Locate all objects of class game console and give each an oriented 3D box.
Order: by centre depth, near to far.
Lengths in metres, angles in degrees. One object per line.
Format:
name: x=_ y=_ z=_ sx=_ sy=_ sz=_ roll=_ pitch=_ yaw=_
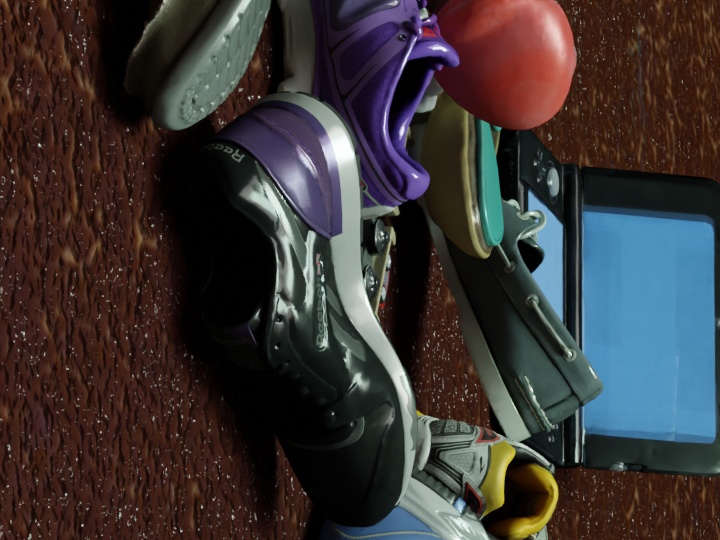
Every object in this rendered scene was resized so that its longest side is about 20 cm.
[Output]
game console: x=0.161 y=0.019 z=1.615 sx=0.176 sy=0.116 sz=0.201 roll=38 pitch=50 yaw=-66

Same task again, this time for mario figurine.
mario figurine: x=0.061 y=-0.155 z=1.304 sx=0.124 sy=0.106 sz=0.201 roll=115 pitch=-38 yaw=-54

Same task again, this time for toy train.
toy train: x=0.000 y=0.000 z=1.264 sx=0.046 sy=0.034 sz=0.201 roll=66 pitch=27 yaw=-50

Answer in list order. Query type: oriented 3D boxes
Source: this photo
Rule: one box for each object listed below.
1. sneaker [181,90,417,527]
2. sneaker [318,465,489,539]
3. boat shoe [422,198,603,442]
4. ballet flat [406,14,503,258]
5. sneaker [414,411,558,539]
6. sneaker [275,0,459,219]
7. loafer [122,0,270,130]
sneaker: x=-0.037 y=0.030 z=1.121 sx=0.088 sy=0.076 sz=0.201 roll=-37 pitch=118 yaw=-51
sneaker: x=0.059 y=0.177 z=1.239 sx=0.076 sy=0.200 sz=0.077 roll=-53 pitch=-175 yaw=49
boat shoe: x=0.077 y=-0.003 z=1.382 sx=0.073 sy=0.062 sz=0.200 roll=55 pitch=16 yaw=-57
ballet flat: x=0.047 y=-0.072 z=1.362 sx=0.200 sy=0.063 sz=0.069 roll=-80 pitch=159 yaw=-51
sneaker: x=0.067 y=0.131 z=1.350 sx=0.200 sy=0.082 sz=0.078 roll=44 pitch=58 yaw=-64
sneaker: x=0.006 y=-0.123 z=1.232 sx=0.081 sy=0.083 sz=0.201 roll=19 pitch=67 yaw=-70
loafer: x=-0.063 y=-0.148 z=1.078 sx=0.075 sy=0.069 sz=0.200 roll=106 pitch=3 yaw=-62
